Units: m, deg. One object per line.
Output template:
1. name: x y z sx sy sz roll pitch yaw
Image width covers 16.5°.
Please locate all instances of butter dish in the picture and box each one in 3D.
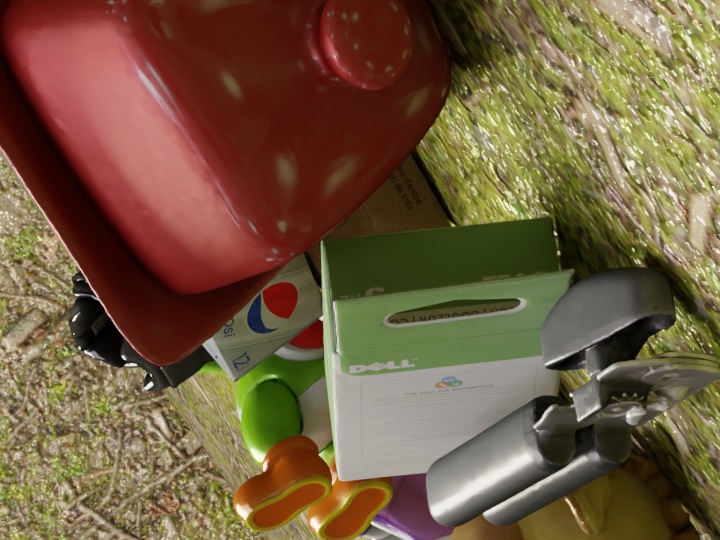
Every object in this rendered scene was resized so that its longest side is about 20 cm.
1. butter dish: -0.038 -0.090 1.010 0.147 0.200 0.200 0 128 49

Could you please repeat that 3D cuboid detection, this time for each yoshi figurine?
1. yoshi figurine: -0.063 0.062 1.397 0.113 0.111 0.201 92 160 -56

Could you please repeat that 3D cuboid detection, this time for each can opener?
1. can opener: 0.086 0.055 1.059 0.200 0.053 0.067 140 126 -59

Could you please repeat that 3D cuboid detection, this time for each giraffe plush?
1. giraffe plush: 0.106 0.165 1.181 0.172 0.199 0.163 179 73 -72

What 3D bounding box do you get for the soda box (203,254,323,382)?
1. soda box: -0.100 -0.038 1.278 0.200 0.063 0.068 47 169 37

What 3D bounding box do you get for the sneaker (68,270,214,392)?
1. sneaker: -0.126 -0.012 1.362 0.200 0.111 0.077 48 171 40

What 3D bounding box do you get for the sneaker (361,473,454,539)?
1. sneaker: 0.020 0.089 1.426 0.201 0.114 0.073 51 171 29

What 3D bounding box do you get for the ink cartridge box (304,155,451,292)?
1. ink cartridge box: -0.054 -0.096 1.267 0.201 0.075 0.165 59 171 -31

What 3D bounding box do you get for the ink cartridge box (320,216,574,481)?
1. ink cartridge box: 0.036 0.026 1.107 0.200 0.103 0.060 89 175 -64
